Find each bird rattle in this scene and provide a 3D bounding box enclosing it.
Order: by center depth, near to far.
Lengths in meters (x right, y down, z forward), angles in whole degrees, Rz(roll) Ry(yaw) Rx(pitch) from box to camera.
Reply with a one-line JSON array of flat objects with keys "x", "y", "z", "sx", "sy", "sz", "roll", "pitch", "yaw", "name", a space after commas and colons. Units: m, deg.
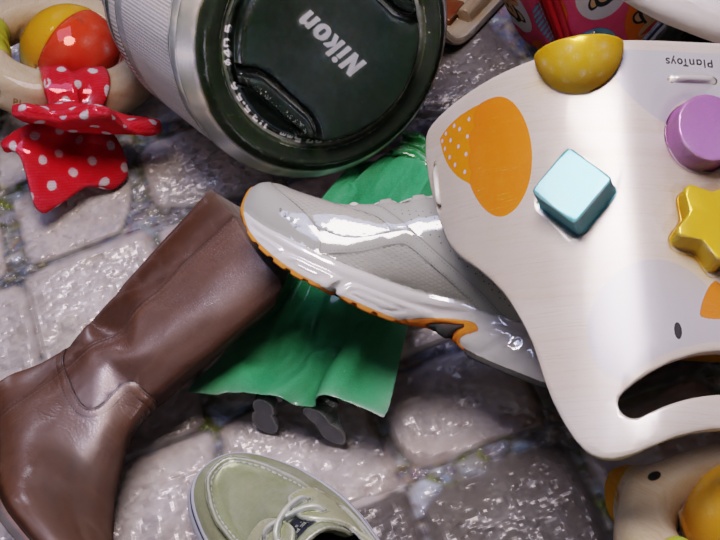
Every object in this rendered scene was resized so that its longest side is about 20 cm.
[{"x": 0.185, "y": 0.118, "z": 0.791, "sx": 0.198, "sy": 0.113, "sz": 0.163, "roll": -15, "pitch": 28, "yaw": -2, "name": "bird rattle"}, {"x": -0.195, "y": -0.132, "z": 1.158, "sx": 0.199, "sy": 0.113, "sz": 0.163, "roll": 20, "pitch": 38, "yaw": 28, "name": "bird rattle"}]

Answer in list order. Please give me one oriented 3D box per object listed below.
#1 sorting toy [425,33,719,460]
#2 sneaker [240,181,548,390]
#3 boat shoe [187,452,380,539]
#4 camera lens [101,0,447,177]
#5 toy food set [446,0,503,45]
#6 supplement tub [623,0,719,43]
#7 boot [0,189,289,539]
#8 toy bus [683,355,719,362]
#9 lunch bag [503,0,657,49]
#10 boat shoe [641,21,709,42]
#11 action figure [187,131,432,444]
[{"x": 0.145, "y": -0.002, "z": 0.813, "sx": 0.198, "sy": 0.107, "sz": 0.181, "roll": 0, "pitch": 66, "yaw": -14, "name": "sorting toy"}, {"x": 0.040, "y": -0.014, "z": 0.905, "sx": 0.199, "sy": 0.076, "sz": 0.093, "roll": 23, "pitch": 91, "yaw": 7, "name": "sneaker"}, {"x": -0.016, "y": 0.136, "z": 0.862, "sx": 0.072, "sy": 0.062, "sz": 0.200, "roll": -37, "pitch": 47, "yaw": -20, "name": "boat shoe"}, {"x": -0.054, "y": -0.151, "z": 1.052, "sx": 0.159, "sy": 0.161, "sz": 0.200, "roll": -29, "pitch": 28, "yaw": -13, "name": "camera lens"}, {"x": 0.050, "y": -0.235, "z": 1.209, "sx": 0.143, "sy": 0.061, "sz": 0.200, "roll": 22, "pitch": 57, "yaw": 33, "name": "toy food set"}, {"x": 0.215, "y": -0.219, "z": 0.940, "sx": 0.139, "sy": 0.201, "sz": 0.141, "roll": 18, "pitch": 19, "yaw": -6, "name": "supplement tub"}, {"x": -0.098, "y": 0.060, "z": 0.931, "sx": 0.200, "sy": 0.064, "sz": 0.186, "roll": -39, "pitch": 45, "yaw": -3, "name": "boot"}, {"x": 0.176, "y": 0.003, "z": 0.936, "sx": 0.198, "sy": 0.065, "sz": 0.079, "roll": 2, "pitch": 46, "yaw": 19, "name": "toy bus"}, {"x": 0.160, "y": -0.233, "z": 1.080, "sx": 0.200, "sy": 0.177, "sz": 0.082, "roll": -41, "pitch": 46, "yaw": -11, "name": "lunch bag"}, {"x": 0.166, "y": -0.101, "z": 1.035, "sx": 0.072, "sy": 0.071, "sz": 0.200, "roll": 19, "pitch": 54, "yaw": 31, "name": "boat shoe"}, {"x": 0.000, "y": 0.000, "z": 0.998, "sx": 0.117, "sy": 0.055, "sz": 0.201, "roll": 8, "pitch": 53, "yaw": 26, "name": "action figure"}]
